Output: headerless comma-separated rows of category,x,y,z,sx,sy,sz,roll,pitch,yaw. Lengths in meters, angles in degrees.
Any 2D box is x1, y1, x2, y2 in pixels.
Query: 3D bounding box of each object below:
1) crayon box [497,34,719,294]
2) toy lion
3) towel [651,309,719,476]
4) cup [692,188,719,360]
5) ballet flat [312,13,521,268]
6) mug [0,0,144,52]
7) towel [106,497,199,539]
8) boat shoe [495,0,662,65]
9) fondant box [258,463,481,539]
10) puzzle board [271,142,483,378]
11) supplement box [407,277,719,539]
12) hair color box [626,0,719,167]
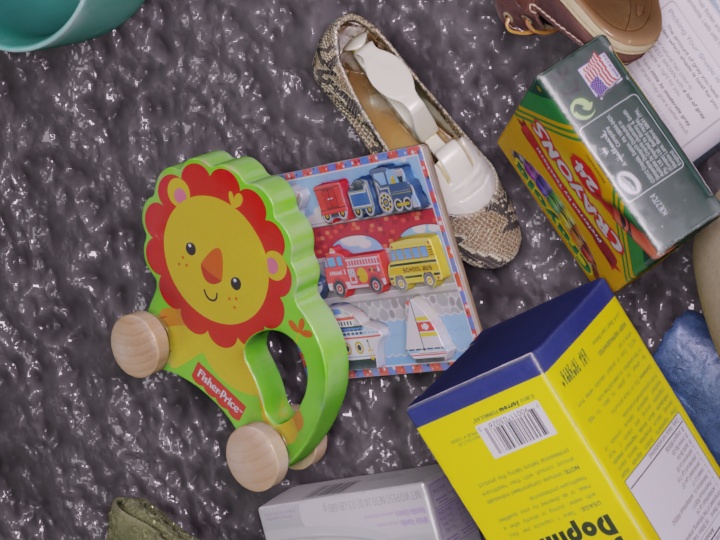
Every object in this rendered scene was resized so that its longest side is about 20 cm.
crayon box,0.145,-0.055,1.331,0.051,0.200,0.127,-33,84,-9
toy lion,-0.083,0.024,1.534,0.200,0.069,0.192,42,126,20
towel,0.257,0.119,1.369,0.200,0.048,0.112,39,139,17
cup,0.279,0.006,1.284,0.143,0.199,0.201,45,123,42
ballet flat,0.038,-0.089,1.446,0.200,0.068,0.075,52,162,12
mug,-0.215,-0.252,1.535,0.151,0.114,0.186,7,104,29
towel,-0.127,0.269,1.629,0.199,0.036,0.149,29,119,38
boat shoe,0.119,-0.177,1.357,0.200,0.072,0.072,54,137,41
fondant box,0.023,0.246,1.547,0.144,0.058,0.201,-12,96,32
puzzle board,0.000,0.000,1.482,0.199,0.017,0.152,-8,101,53
supplement box,0.140,0.128,1.350,0.109,0.109,0.201,-27,98,39
hair color box,0.230,-0.145,1.334,0.200,0.061,0.099,-39,81,32
